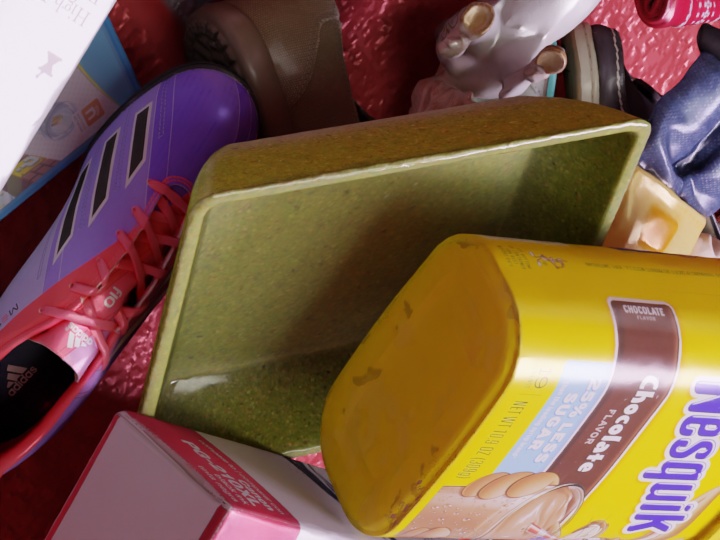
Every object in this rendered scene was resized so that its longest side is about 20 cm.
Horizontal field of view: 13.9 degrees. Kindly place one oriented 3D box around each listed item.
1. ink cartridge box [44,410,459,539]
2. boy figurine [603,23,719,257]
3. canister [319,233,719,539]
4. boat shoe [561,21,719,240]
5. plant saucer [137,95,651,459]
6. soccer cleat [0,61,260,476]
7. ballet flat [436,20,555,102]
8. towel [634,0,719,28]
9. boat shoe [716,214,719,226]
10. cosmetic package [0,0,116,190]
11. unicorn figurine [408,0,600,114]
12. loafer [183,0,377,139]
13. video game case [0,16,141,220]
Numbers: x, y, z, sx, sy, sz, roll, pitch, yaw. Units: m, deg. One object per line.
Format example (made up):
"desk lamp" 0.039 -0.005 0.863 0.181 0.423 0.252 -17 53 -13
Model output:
"ink cartridge box" -0.049 0.157 1.251 0.200 0.084 0.145 21 102 -50
"boy figurine" 0.122 -0.017 1.344 0.200 0.064 0.124 -52 139 -4
"canister" 0.099 0.054 1.245 0.199 0.087 0.149 5 136 -37
"boat shoe" 0.139 -0.056 1.427 0.064 0.072 0.200 -9 144 9
"plant saucer" 0.000 0.000 1.224 0.199 0.048 0.200 -11 145 -22
"soccer cleat" -0.107 0.004 1.214 0.068 0.073 0.200 36 102 -19
"ballet flat" 0.054 -0.033 1.387 0.063 0.068 0.201 -6 124 -10
"towel" 0.144 -0.176 1.233 0.200 0.022 0.146 -16 94 -62
"boat shoe" 0.226 -0.012 1.561 0.068 0.075 0.201 11 109 -54
"cosmetic package" -0.162 -0.093 1.095 0.101 0.074 0.201 30 89 -42
"unicorn figurine" 0.096 -0.126 1.270 0.199 0.074 0.137 -28 180 -2
"loafer" -0.018 -0.043 1.297 0.067 0.076 0.201 -32 136 -16
"video game case" -0.185 -0.058 1.166 0.200 0.018 0.143 -41 138 -17
